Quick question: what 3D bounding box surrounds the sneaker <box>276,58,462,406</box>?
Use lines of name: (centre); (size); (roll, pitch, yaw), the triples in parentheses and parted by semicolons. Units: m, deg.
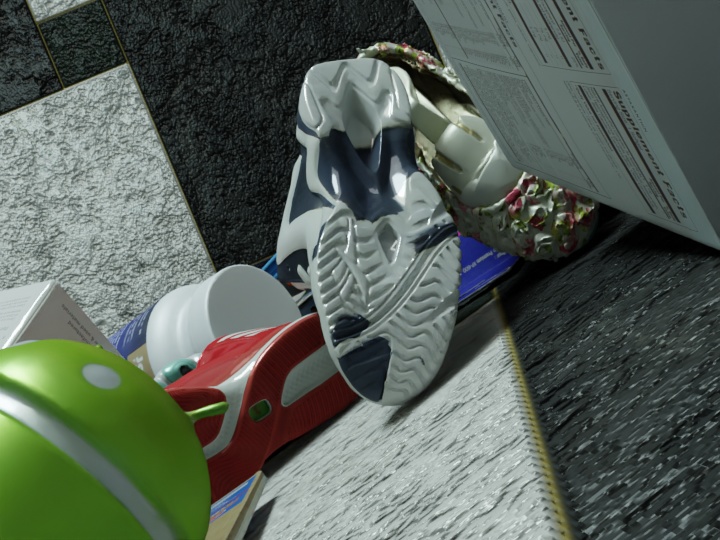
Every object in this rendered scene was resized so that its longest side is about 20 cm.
sneaker: (0.000, 0.000, 0.702); (0.078, 0.201, 0.130); (-10, -30, -12)

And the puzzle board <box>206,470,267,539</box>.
puzzle board: (-0.129, 0.172, 0.585); (0.199, 0.017, 0.151); (-36, 3, 7)

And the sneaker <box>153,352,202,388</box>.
sneaker: (-0.161, 0.131, 0.884); (0.199, 0.078, 0.140); (-38, 5, -27)

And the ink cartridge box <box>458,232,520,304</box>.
ink cartridge box: (0.086, -0.023, 0.871); (0.094, 0.037, 0.200); (-35, 6, 30)

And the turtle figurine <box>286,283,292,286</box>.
turtle figurine: (0.042, -0.053, 0.856); (0.199, 0.065, 0.161); (-32, -12, -48)

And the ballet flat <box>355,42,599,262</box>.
ballet flat: (0.052, -0.071, 0.728); (0.076, 0.064, 0.200); (-54, 45, 7)

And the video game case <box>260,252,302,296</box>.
video game case: (-0.024, -0.026, 1.061); (0.142, 0.018, 0.200); (-28, -11, -44)

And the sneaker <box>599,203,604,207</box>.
sneaker: (0.125, -0.074, 0.799); (0.090, 0.078, 0.200); (-38, 4, 4)

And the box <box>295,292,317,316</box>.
box: (-0.026, 0.032, 1.157); (0.199, 0.038, 0.137); (-36, 4, 6)

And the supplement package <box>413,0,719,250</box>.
supplement package: (0.125, -0.129, 0.541); (0.151, 0.151, 0.200); (-36, 20, -5)

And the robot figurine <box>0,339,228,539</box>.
robot figurine: (-0.134, 0.111, 0.471); (0.174, 0.116, 0.201); (19, 56, 32)

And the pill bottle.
pill bottle: (-0.137, 0.080, 0.993); (0.199, 0.116, 0.116); (-34, 4, 39)

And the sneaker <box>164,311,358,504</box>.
sneaker: (-0.095, 0.092, 0.752); (0.198, 0.079, 0.115); (-24, 4, -23)

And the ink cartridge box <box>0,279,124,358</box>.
ink cartridge box: (-0.264, 0.112, 0.823); (0.145, 0.083, 0.201); (-10, 40, 39)
